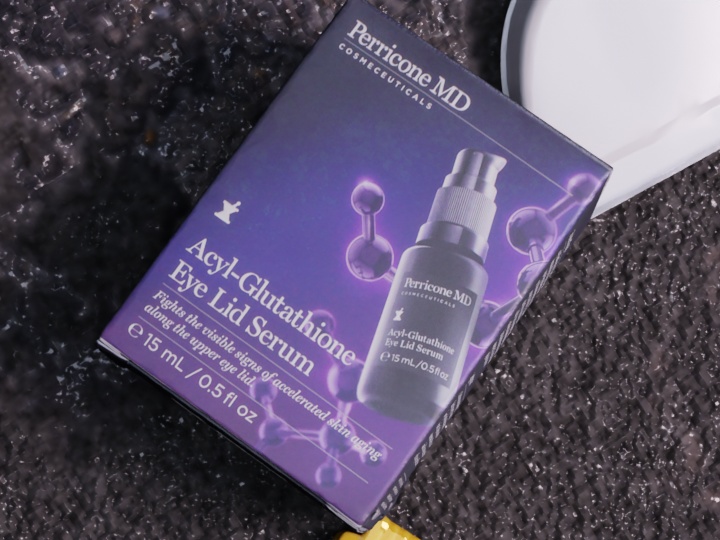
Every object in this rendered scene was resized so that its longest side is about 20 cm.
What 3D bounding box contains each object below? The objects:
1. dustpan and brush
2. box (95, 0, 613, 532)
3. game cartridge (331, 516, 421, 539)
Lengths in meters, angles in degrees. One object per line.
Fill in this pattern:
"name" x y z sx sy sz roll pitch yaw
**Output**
"dustpan and brush" 0.114 -0.142 0.872 0.140 0.057 0.200 -29 96 3
"box" 0.000 0.000 0.800 0.148 0.104 0.200 34 84 7
"game cartridge" 0.036 0.239 0.835 0.200 0.032 0.176 33 82 -5
